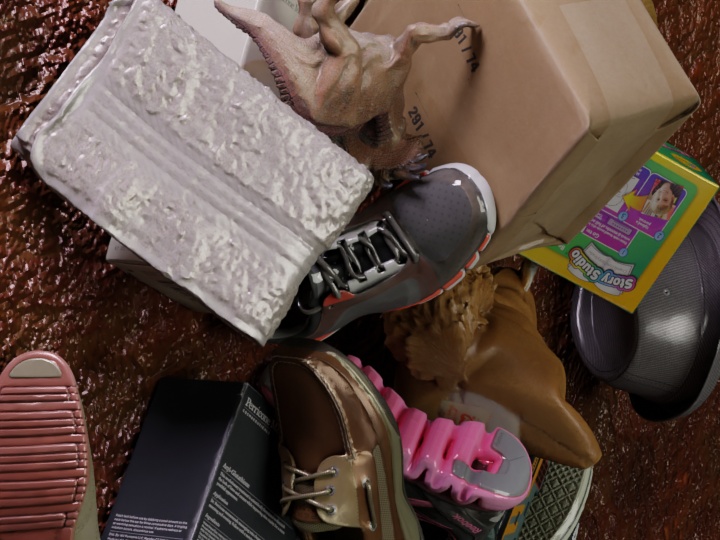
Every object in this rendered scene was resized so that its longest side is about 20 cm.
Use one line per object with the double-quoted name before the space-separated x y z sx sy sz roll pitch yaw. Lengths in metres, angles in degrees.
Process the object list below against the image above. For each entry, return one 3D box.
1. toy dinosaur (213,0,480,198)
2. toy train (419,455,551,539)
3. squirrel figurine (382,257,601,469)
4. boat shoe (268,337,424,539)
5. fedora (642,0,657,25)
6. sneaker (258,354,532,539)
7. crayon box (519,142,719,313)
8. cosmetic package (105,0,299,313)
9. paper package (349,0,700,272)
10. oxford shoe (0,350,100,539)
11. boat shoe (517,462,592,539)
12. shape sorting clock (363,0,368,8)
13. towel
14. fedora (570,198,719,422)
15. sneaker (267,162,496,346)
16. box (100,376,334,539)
"toy dinosaur" -0.011 -0.114 1.505 0.199 0.086 0.136 9 103 -46
"toy train" 0.092 0.171 1.810 0.201 0.085 0.114 -68 151 -24
"squirrel figurine" 0.080 0.040 1.710 0.201 0.141 0.187 57 25 -24
"boat shoe" -0.014 0.138 1.524 0.074 0.075 0.201 -47 128 -40
"fedora" 0.169 -0.136 1.863 0.201 0.081 0.202 20 90 -75
"sneaker" 0.015 0.129 1.632 0.079 0.199 0.096 -59 174 -41
"crayon box" 0.151 -0.065 1.747 0.199 0.058 0.119 27 106 -25
"cosmetic package" -0.085 -0.080 1.533 0.103 0.073 0.201 32 68 -52
"paper package" 0.101 -0.134 1.578 0.103 0.191 0.201 -15 68 -36
"oxford shoe" -0.190 0.147 1.425 0.074 0.070 0.202 -13 104 -80
"boat shoe" 0.133 0.231 1.882 0.062 0.074 0.201 46 61 -53
"shape sorting clock" 0.066 -0.178 1.742 0.199 0.039 0.201 -25 129 -34
"towel" -0.100 -0.064 1.435 0.200 0.034 0.133 37 82 -12
"fedora" 0.232 0.025 1.962 0.090 0.177 0.201 11 60 -22
"sneaker" 0.000 0.000 1.553 0.077 0.199 0.082 60 23 7
"box" -0.074 0.178 1.567 0.200 0.078 0.142 47 57 -46
